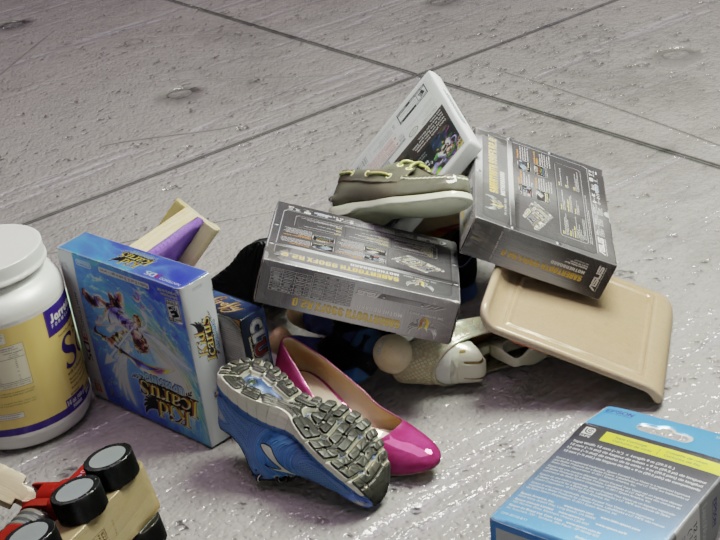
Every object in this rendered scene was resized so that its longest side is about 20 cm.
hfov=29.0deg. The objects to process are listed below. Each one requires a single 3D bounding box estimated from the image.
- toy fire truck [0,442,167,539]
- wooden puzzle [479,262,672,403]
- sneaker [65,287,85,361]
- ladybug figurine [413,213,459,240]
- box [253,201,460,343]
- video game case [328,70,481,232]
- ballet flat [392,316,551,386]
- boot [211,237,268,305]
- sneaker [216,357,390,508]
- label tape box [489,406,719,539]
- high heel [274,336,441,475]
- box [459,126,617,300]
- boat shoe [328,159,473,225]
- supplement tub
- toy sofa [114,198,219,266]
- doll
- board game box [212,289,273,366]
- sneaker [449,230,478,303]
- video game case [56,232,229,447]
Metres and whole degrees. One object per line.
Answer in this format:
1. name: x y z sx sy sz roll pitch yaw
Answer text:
1. toy fire truck: -0.303 0.223 1.230 0.199 0.129 0.176 -6 24 31
2. wooden puzzle: 0.223 0.048 1.426 0.199 0.037 0.185 25 32 2
3. sneaker: -0.284 0.053 1.613 0.118 0.074 0.200 26 31 26
4. ladybug figurine: 0.082 -0.071 1.625 0.135 0.072 0.200 -7 -13 -37
5. box: 0.000 0.000 1.412 0.199 0.049 0.159 12 24 -4
6. video game case: 0.045 -0.110 1.580 0.023 0.200 0.182 30 21 -28
7. ballet flat: 0.130 0.080 1.431 0.199 0.068 0.062 -18 36 -17
8. boot: -0.069 -0.019 1.612 0.168 0.077 0.200 -31 3 -34
9. sneaker: -0.056 0.164 1.311 0.200 0.090 0.078 32 37 26
10. label tape box: 0.221 0.199 1.170 0.143 0.066 0.200 13 31 36
11. high heel: -0.005 0.128 1.337 0.067 0.096 0.200 -27 32 -34
12. box: 0.186 -0.065 1.487 0.158 0.048 0.200 17 33 -8
13. boat shoe: 0.040 -0.086 1.473 0.072 0.061 0.201 16 -14 -39
14. supplement tub: -0.369 0.068 1.447 0.145 0.201 0.146 -7 27 3
15. toy sofa: -0.228 -0.002 1.601 0.097 0.083 0.200 37 24 2
16. doll: -0.016 0.080 1.448 0.200 0.048 0.137 8 60 51
17. board game box: -0.169 0.079 1.441 0.199 0.136 0.035 17 36 40
18. sneaker: 0.042 0.014 1.571 0.199 0.078 0.070 -20 28 -22
19. video game case: -0.218 0.069 1.424 0.199 0.182 0.045 16 36 41
